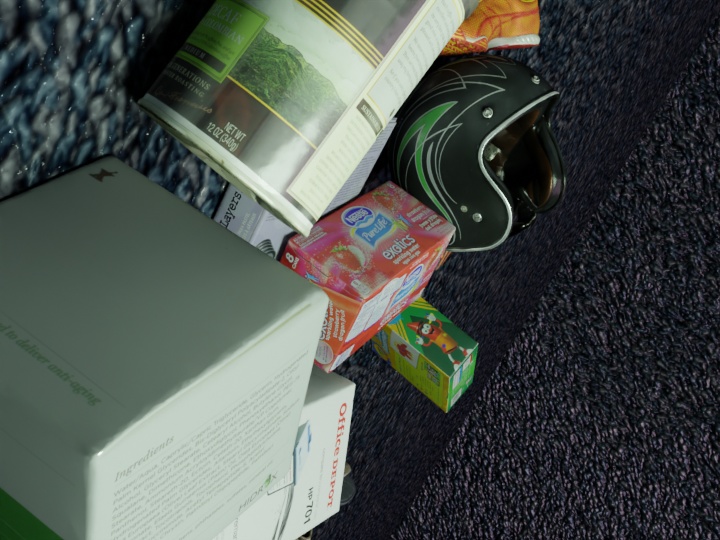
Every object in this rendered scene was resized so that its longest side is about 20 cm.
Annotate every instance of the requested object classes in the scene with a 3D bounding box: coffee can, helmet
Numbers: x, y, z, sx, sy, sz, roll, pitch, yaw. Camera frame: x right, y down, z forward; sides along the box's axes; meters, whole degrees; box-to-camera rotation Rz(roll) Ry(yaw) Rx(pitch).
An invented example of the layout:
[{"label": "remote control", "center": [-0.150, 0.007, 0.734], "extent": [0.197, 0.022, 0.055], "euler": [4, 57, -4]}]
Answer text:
[{"label": "coffee can", "center": [-0.034, -0.147, 0.654], "extent": [0.201, 0.146, 0.146], "euler": [-54, 163, -3]}, {"label": "helmet", "center": [0.125, -0.133, 1.044], "extent": [0.199, 0.198, 0.194], "euler": [-32, 113, -51]}]

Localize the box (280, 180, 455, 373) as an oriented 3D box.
[{"label": "box", "center": [0.000, 0.000, 0.955], "extent": [0.200, 0.095, 0.100], "euler": [-35, 157, -52]}]

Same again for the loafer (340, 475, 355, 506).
[{"label": "loafer", "center": [-0.083, 0.428, 1.802], "extent": [0.063, 0.072, 0.199], "euler": [-40, 165, 26]}]

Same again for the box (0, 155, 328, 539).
[{"label": "box", "center": [-0.162, 0.069, 0.605], "extent": [0.199, 0.198, 0.173], "euler": [-34, 148, -47]}]

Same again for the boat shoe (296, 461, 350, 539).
[{"label": "boat shoe", "center": [-0.079, 0.284, 1.095], "extent": [0.202, 0.059, 0.072], "euler": [-60, 165, 13]}]

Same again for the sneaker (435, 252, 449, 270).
[{"label": "sneaker", "center": [0.116, -0.059, 1.364], "extent": [0.113, 0.077, 0.200], "euler": [-55, 164, -3]}]

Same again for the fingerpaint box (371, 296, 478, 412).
[{"label": "fingerpaint box", "center": [0.095, 0.117, 1.490], "extent": [0.073, 0.166, 0.201], "euler": [-46, 161, -15]}]

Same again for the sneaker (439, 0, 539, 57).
[{"label": "sneaker", "center": [0.124, -0.270, 1.027], "extent": [0.199, 0.072, 0.078], "euler": [-24, 110, -50]}]

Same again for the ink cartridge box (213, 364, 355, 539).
[{"label": "ink cartridge box", "center": [-0.100, 0.182, 0.891], "extent": [0.199, 0.085, 0.149], "euler": [-17, 119, -52]}]

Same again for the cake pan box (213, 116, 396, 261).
[{"label": "cake pan box", "center": [-0.058, -0.071, 0.907], "extent": [0.186, 0.052, 0.199], "euler": [-60, 163, 24]}]
